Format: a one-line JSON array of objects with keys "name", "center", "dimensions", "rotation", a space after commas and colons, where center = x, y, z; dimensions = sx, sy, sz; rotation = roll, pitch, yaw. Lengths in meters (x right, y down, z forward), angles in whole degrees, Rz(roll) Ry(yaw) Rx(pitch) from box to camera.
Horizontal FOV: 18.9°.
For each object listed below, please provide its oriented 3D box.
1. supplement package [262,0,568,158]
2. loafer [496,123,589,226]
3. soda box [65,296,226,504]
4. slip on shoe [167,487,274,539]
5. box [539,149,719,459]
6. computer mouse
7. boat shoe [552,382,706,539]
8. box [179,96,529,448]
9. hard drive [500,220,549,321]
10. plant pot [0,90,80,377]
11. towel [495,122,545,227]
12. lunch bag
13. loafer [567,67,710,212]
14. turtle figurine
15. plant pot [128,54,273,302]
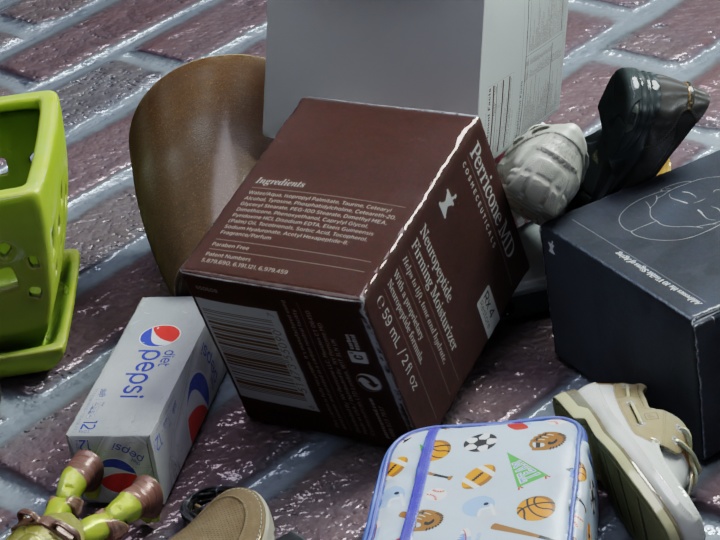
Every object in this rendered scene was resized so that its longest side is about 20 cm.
[{"name": "supplement package", "center": [0.047, -0.188, 1.760], "dimensions": [0.190, 0.148, 0.200], "rotation": [11, 22, 21]}, {"name": "loafer", "center": [0.144, -0.077, 1.697], "dimensions": [0.070, 0.070, 0.200], "rotation": [33, -3, -3]}, {"name": "soda box", "center": [-0.158, 0.096, 1.656], "dimensions": [0.068, 0.064, 0.200], "rotation": [-1, 30, 13]}, {"name": "slip on shoe", "center": [-0.121, 0.204, 1.429], "dimensions": [0.076, 0.061, 0.200], "rotation": [-6, 33, 37]}, {"name": "box", "center": [0.271, 0.016, 1.613], "dimensions": [0.196, 0.125, 0.200], "rotation": [-20, 30, -21]}, {"name": "computer mouse", "center": [-0.068, 0.197, 1.492], "dimensions": [0.059, 0.034, 0.200], "rotation": [-40, 32, -12]}, {"name": "boat shoe", "center": [0.196, 0.128, 1.486], "dimensions": [0.068, 0.075, 0.200], "rotation": [-20, 29, -8]}, {"name": "box", "center": [0.000, 0.000, 1.632], "dimensions": [0.164, 0.166, 0.200], "rotation": [9, 49, 32]}, {"name": "hard drive", "center": [0.180, -0.018, 1.793], "dimensions": [0.199, 0.033, 0.140], "rotation": [-12, 29, -5]}, {"name": "plant pot", "center": [-0.332, -0.016, 1.786], "dimensions": [0.199, 0.182, 0.199], "rotation": [-8, 29, 1]}, {"name": "towel", "center": [0.088, -0.081, 1.829], "dimensions": [0.200, 0.030, 0.146], "rotation": [-31, 60, -34]}, {"name": "lunch bag", "center": [0.074, 0.176, 1.438], "dimensions": [0.159, 0.076, 0.200], "rotation": [-4, 28, 14]}, {"name": "loafer", "center": [0.210, -0.081, 1.697], "dimensions": [0.072, 0.200, 0.073], "rotation": [4, 60, -13]}, {"name": "turtle figurine", "center": [-0.221, 0.189, 1.507], "dimensions": [0.199, 0.065, 0.161], "rotation": [7, 33, 27]}, {"name": "plant pot", "center": [-0.104, -0.047, 1.802], "dimensions": [0.186, 0.188, 0.200], "rotation": [-7, 39, 3]}]
